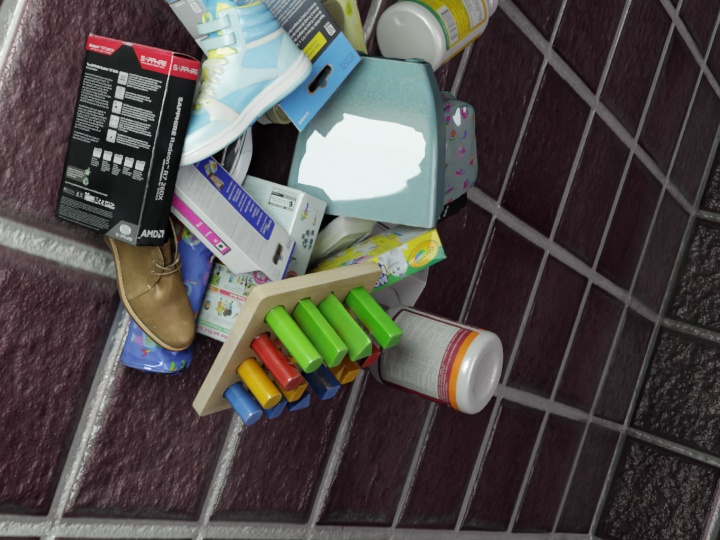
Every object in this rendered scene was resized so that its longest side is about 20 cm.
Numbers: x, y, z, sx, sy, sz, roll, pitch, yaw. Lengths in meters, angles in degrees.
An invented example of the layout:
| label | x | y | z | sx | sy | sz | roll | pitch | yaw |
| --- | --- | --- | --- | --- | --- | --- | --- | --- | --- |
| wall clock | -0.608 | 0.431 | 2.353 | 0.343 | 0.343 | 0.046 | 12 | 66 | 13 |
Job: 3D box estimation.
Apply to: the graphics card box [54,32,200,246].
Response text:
| label | x | y | z | sx | sy | sz | roll | pitch | yaw |
| --- | --- | --- | --- | --- | --- | --- | --- | --- | --- |
| graphics card box | -0.245 | -0.136 | 1.278 | 0.051 | 0.124 | 0.202 | 2 | 102 | -59 |

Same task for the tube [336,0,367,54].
| label | x | y | z | sx | sy | sz | roll | pitch | yaw |
| --- | --- | --- | --- | --- | --- | --- | --- | --- | --- |
| tube | -0.015 | -0.309 | 1.654 | 0.052 | 0.058 | 0.202 | -24 | 126 | -21 |

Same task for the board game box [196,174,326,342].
| label | x | y | z | sx | sy | sz | roll | pitch | yaw |
| --- | --- | --- | --- | --- | --- | --- | --- | --- | --- |
| board game box | -0.143 | -0.012 | 1.493 | 0.064 | 0.146 | 0.202 | 19 | 89 | -62 |

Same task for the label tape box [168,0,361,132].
| label | x | y | z | sx | sy | sz | roll | pitch | yaw |
| --- | --- | --- | --- | --- | --- | --- | --- | --- | --- |
| label tape box | -0.108 | -0.277 | 1.421 | 0.201 | 0.063 | 0.145 | 53 | 56 | -24 |

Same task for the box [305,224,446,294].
| label | x | y | z | sx | sy | sz | roll | pitch | yaw |
| --- | --- | --- | --- | --- | --- | --- | --- | --- | --- |
| box | 0.000 | 0.000 | 1.558 | 0.198 | 0.117 | 0.049 | -23 | 103 | -10 |

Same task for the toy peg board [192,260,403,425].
| label | x | y | z | sx | sy | sz | roll | pitch | yaw |
| --- | --- | --- | --- | --- | --- | --- | --- | --- | --- |
| toy peg board | -0.062 | 0.106 | 1.422 | 0.199 | 0.098 | 0.200 | -12 | 142 | -46 |

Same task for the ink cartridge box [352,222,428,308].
| label | x | y | z | sx | sy | sz | roll | pitch | yaw |
| --- | --- | --- | --- | --- | --- | --- | --- | --- | --- |
| ink cartridge box | 0.040 | -0.032 | 1.743 | 0.201 | 0.115 | 0.067 | -74 | -169 | -59 |

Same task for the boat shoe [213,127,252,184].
| label | x | y | z | sx | sy | sz | roll | pitch | yaw |
| --- | --- | --- | --- | --- | --- | --- | --- | --- | --- |
| boat shoe | -0.169 | -0.181 | 1.455 | 0.071 | 0.072 | 0.202 | 21 | 76 | -52 |

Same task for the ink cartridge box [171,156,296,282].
| label | x | y | z | sx | sy | sz | roll | pitch | yaw |
| --- | --- | --- | --- | --- | --- | --- | --- | --- | --- |
| ink cartridge box | -0.157 | -0.066 | 1.370 | 0.200 | 0.037 | 0.095 | 44 | 31 | -19 |

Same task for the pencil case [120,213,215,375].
| label | x | y | z | sx | sy | sz | roll | pitch | yaw |
| --- | --- | --- | --- | --- | --- | --- | --- | --- | --- |
| pencil case | -0.220 | 0.026 | 1.446 | 0.078 | 0.086 | 0.202 | -25 | 132 | -84 |

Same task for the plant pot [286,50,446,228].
| label | x | y | z | sx | sy | sz | roll | pitch | yaw |
| --- | --- | --- | --- | --- | --- | --- | --- | --- | --- |
| plant pot | 0.021 | -0.179 | 1.586 | 0.196 | 0.194 | 0.202 | -55 | 153 | -77 |

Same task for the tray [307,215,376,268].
| label | x | y | z | sx | sy | sz | roll | pitch | yaw |
| --- | --- | --- | --- | --- | --- | --- | --- | --- | --- |
| tray | -0.059 | -0.016 | 1.628 | 0.200 | 0.022 | 0.107 | -38 | 165 | 30 |

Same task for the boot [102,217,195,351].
| label | x | y | z | sx | sy | sz | roll | pitch | yaw |
| --- | --- | --- | --- | --- | --- | --- | --- | --- | --- |
| boot | -0.227 | -0.001 | 1.354 | 0.073 | 0.075 | 0.202 | -33 | 108 | -39 |

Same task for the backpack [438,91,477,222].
| label | x | y | z | sx | sy | sz | roll | pitch | yaw |
| --- | --- | --- | --- | --- | --- | --- | --- | --- | --- |
| backpack | 0.104 | -0.177 | 1.847 | 0.166 | 0.126 | 0.202 | -32 | 128 | -44 |

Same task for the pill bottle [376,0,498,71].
| label | x | y | z | sx | sy | sz | roll | pitch | yaw |
| --- | --- | --- | --- | --- | --- | --- | --- | --- | --- |
| pill bottle | 0.119 | -0.370 | 1.785 | 0.200 | 0.112 | 0.114 | -42 | 139 | -41 |

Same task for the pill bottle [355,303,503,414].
| label | x | y | z | sx | sy | sz | roll | pitch | yaw |
| --- | --- | --- | --- | --- | --- | --- | --- | --- | --- |
| pill bottle | 0.078 | 0.108 | 1.604 | 0.109 | 0.198 | 0.111 | -33 | 131 | -48 |

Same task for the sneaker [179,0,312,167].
| label | x | y | z | sx | sy | sz | roll | pitch | yaw |
| --- | --- | --- | --- | --- | --- | --- | --- | --- | --- |
| sneaker | -0.157 | -0.212 | 1.310 | 0.200 | 0.079 | 0.131 | -44 | 117 | -22 |

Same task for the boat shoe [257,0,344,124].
| label | x | y | z | sx | sy | sz | roll | pitch | yaw |
| --- | --- | --- | --- | --- | --- | --- | --- | --- | --- |
| boat shoe | -0.088 | -0.268 | 1.534 | 0.201 | 0.068 | 0.075 | -60 | 138 | -31 |
